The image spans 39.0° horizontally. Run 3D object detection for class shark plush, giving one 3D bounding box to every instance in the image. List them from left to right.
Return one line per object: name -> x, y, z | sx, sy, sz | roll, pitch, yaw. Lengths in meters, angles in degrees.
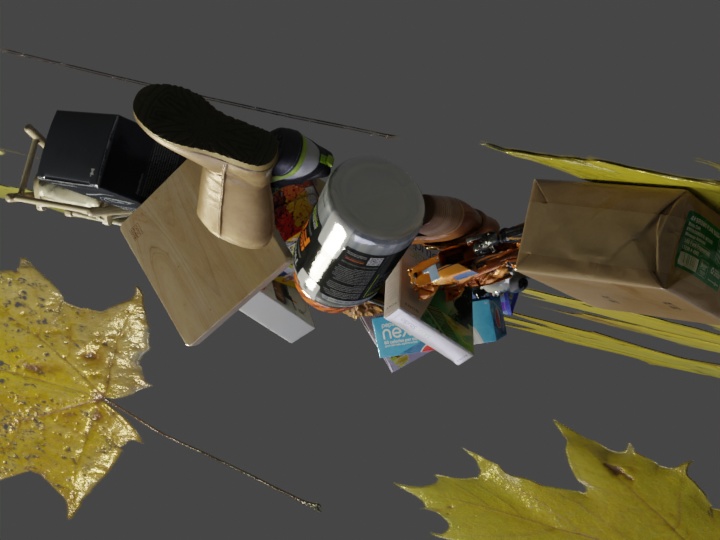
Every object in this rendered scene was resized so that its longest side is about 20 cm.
shark plush -> 0.224, 0.012, 1.490 | 0.083, 0.091, 0.200 | -11, 153, -27

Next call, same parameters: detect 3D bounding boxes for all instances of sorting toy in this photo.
sorting toy -> -0.195, -0.037, 1.360 | 0.200, 0.199, 0.070 | 58, -155, 15

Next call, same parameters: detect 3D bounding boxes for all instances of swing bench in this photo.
swing bench -> -0.426, -0.138, 1.661 | 0.198, 0.130, 0.200 | 11, 174, 31

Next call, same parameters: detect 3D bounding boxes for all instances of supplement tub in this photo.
supplement tub -> -0.010, -0.036, 1.227 | 0.122, 0.123, 0.200 | 16, 145, -12

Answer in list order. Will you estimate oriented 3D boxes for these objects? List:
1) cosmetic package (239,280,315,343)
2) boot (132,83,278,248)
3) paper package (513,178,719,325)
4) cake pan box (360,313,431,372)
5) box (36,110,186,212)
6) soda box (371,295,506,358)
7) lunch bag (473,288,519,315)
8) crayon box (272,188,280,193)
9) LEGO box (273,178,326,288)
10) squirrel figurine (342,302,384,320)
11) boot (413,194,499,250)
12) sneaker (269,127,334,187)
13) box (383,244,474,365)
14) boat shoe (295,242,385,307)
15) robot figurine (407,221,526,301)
cosmetic package -> -0.157, 0.003, 1.521 | 0.200, 0.052, 0.151 | 39, -157, -50
boot -> -0.176, -0.109, 1.158 | 0.175, 0.066, 0.200 | 28, 155, 3
paper package -> 0.294, -0.017, 1.081 | 0.190, 0.104, 0.200 | 8, 171, 42
cake pan box -> 0.092, 0.063, 1.769 | 0.200, 0.184, 0.052 | 56, 173, 52
box -> -0.328, -0.145, 1.448 | 0.148, 0.105, 0.200 | 11, 173, 38
soda box -> 0.125, 0.089, 1.610 | 0.199, 0.068, 0.064 | -11, -179, 24
lunch bag -> 0.169, -0.016, 1.606 | 0.150, 0.094, 0.200 | 16, 166, 21
crayon box -> -0.129, -0.100, 1.664 | 0.125, 0.052, 0.200 | 17, 175, -25
LEGO box -> -0.078, -0.050, 1.492 | 0.149, 0.077, 0.200 | -32, 158, 16
squirrel figurine -> 0.022, 0.007, 1.694 | 0.186, 0.142, 0.200 | 10, -145, -40
boot -> 0.073, -0.060, 1.364 | 0.200, 0.077, 0.155 | -15, 163, 39
sneaker -> -0.098, -0.123, 1.224 | 0.083, 0.072, 0.200 | 16, 175, -30
box -> 0.099, 0.018, 1.431 | 0.144, 0.200, 0.036 | 33, 131, -28
boat shoe -> 0.000, 0.000, 1.419 | 0.200, 0.072, 0.068 | 27, -157, -28
robot figurine -> 0.171, -0.013, 1.329 | 0.200, 0.058, 0.145 | -21, 166, 33
